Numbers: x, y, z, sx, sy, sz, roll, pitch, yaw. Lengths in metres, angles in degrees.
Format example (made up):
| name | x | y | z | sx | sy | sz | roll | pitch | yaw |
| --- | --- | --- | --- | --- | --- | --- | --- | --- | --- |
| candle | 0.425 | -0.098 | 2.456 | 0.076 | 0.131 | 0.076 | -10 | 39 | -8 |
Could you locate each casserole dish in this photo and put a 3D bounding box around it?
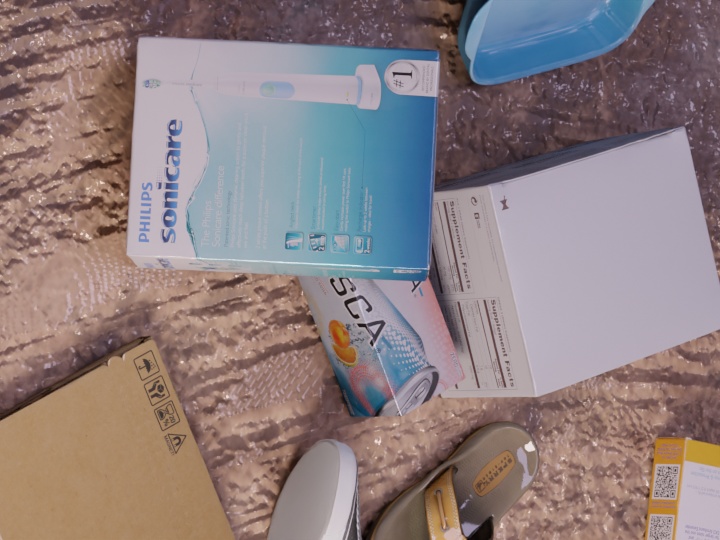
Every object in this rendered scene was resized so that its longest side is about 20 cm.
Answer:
| name | x | y | z | sx | sy | sz | roll | pitch | yaw |
| --- | --- | --- | --- | --- | --- | --- | --- | --- | --- |
| casserole dish | 0.146 | -0.206 | 1.804 | 0.200 | 0.039 | 0.121 | -18 | 141 | -34 |

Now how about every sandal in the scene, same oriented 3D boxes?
| name | x | y | z | sx | sy | sz | roll | pitch | yaw |
| --- | --- | --- | --- | --- | --- | --- | --- | --- | --- |
| sandal | 0.070 | 0.181 | 1.744 | 0.200 | 0.054 | 0.080 | -44 | 112 | -30 |

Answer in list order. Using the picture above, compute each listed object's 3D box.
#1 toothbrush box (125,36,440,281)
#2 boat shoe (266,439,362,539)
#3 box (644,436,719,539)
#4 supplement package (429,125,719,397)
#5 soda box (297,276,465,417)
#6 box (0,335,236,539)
| name | x | y | z | sx | sy | sz | roll | pitch | yaw |
| --- | --- | --- | --- | --- | --- | --- | --- | --- | --- |
| toothbrush box | -0.050 | -0.072 | 1.595 | 0.199 | 0.085 | 0.147 | 2 | 84 | -1 |
| boat shoe | -0.028 | 0.217 | 1.666 | 0.064 | 0.071 | 0.201 | 15 | 86 | -34 |
| box | 0.274 | 0.238 | 1.900 | 0.119 | 0.041 | 0.201 | 14 | 81 | -35 |
| supplement package | 0.150 | -0.006 | 1.781 | 0.200 | 0.111 | 0.156 | -17 | 97 | -35 |
| soda box | 0.000 | 0.000 | 1.700 | 0.068 | 0.063 | 0.201 | -28 | 103 | -34 |
| box | -0.165 | 0.167 | 1.592 | 0.163 | 0.021 | 0.201 | -29 | 104 | -34 |
